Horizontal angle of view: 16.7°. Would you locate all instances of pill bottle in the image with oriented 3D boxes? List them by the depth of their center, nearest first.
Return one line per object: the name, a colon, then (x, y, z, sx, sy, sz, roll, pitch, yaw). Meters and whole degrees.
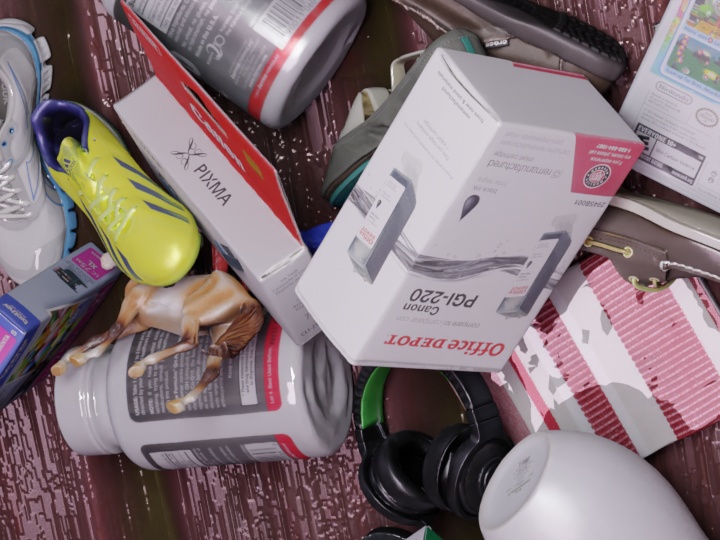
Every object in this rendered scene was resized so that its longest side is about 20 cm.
pill bottle: (-0.106, -0.197, 1.691, 0.200, 0.114, 0.114, 35, 113, 8)
pill bottle: (-0.115, 0.087, 1.771, 0.200, 0.111, 0.111, -6, 102, 20)

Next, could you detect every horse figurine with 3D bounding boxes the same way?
horse figurine: (-0.131, 0.034, 1.708, 0.200, 0.133, 0.050, 11, 137, 45)

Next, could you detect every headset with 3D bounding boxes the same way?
headset: (0.065, 0.143, 1.744, 0.123, 0.094, 0.200, -12, 91, 46)

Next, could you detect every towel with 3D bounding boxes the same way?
towel: (0.165, 0.068, 1.717, 0.200, 0.023, 0.144, -30, 91, 22)

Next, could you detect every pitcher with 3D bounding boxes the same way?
pitcher: (0.168, 0.207, 1.693, 0.200, 0.121, 0.172, 34, 130, -17)

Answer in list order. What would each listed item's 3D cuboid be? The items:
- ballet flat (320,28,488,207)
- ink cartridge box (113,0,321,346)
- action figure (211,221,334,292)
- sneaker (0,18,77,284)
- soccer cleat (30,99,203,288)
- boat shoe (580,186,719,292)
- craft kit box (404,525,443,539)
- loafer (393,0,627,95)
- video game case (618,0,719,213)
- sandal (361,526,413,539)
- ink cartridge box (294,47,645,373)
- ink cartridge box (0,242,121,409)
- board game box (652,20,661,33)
ballet flat: (0.029, -0.107, 1.674, 0.200, 0.067, 0.064, -35, 72, 53)
ink cartridge box: (-0.101, -0.065, 1.658, 0.045, 0.176, 0.200, -37, 55, -7)
action figure: (0.000, 0.000, 1.726, 0.200, 0.065, 0.099, -17, 76, 23)
sneaker: (-0.264, -0.079, 1.794, 0.075, 0.087, 0.200, -4, 104, 19)
soccer cleat: (-0.177, -0.055, 1.720, 0.065, 0.084, 0.200, -46, 43, 5)
boat shoe: (0.187, -0.021, 1.644, 0.200, 0.072, 0.060, 22, 103, 27)
craft kit box: (0.045, 0.298, 1.745, 0.197, 0.049, 0.200, -38, 112, 26)
loafer: (0.079, -0.158, 1.657, 0.200, 0.073, 0.071, 29, 111, 11)
video game case: (0.283, -0.113, 1.602, 0.200, 0.024, 0.182, 28, 112, 11)
sandal: (0.008, 0.288, 1.815, 0.075, 0.048, 0.201, 9, 107, 17)
ink cartridge box: (0.070, -0.034, 1.594, 0.085, 0.146, 0.200, 53, 123, 36)
ink cartridge box: (-0.253, 0.057, 1.763, 0.042, 0.200, 0.119, 40, 114, 7)
board game box: (0.302, -0.159, 1.607, 0.200, 0.023, 0.105, -27, 92, 23)
